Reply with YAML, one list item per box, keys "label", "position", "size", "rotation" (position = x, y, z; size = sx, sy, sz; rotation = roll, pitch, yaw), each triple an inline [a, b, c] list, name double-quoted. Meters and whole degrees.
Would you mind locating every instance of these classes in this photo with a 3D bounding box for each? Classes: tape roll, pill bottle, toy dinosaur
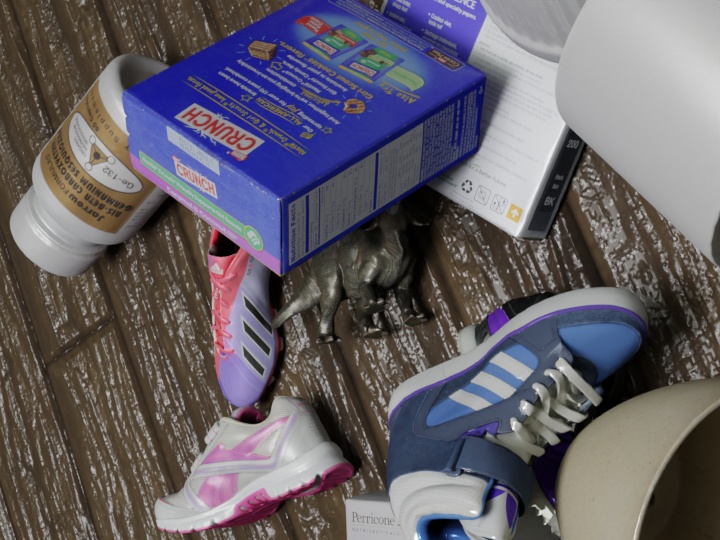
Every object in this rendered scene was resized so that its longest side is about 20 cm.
- label: "tape roll"
  position: [0.235, -0.120, 0.818]
  size: [0.139, 0.202, 0.203]
  rotation: [48, 118, 28]
- label: "pill bottle"
  position: [-0.230, -0.089, 1.241]
  size: [0.200, 0.114, 0.115]
  rotation: [-44, 64, 30]
- label: "toy dinosaur"
  position: [0.000, 0.000, 1.098]
  size: [0.200, 0.077, 0.103]
  rotation: [-36, 52, 50]

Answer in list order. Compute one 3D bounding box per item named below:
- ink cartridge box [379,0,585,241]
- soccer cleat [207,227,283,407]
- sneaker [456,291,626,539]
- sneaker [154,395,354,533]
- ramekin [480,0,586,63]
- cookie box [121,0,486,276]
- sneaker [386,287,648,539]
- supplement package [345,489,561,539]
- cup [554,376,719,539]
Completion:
- label: "ink cartridge box"
  position: [0.092, -0.154, 1.030]
  size: [0.198, 0.043, 0.201]
  rotation: [33, 112, 33]
- label: "soccer cleat"
  position: [-0.105, 0.018, 1.167]
  size: [0.066, 0.076, 0.201]
  rotation: [13, 98, 37]
- label: "sneaker"
  position: [0.152, 0.103, 0.970]
  size: [0.099, 0.069, 0.201]
  rotation: [-36, 71, 24]
- label: "sneaker"
  position: [-0.098, 0.165, 1.167]
  size: [0.199, 0.081, 0.089]
  rotation: [-27, 73, 27]
- label: "ramekin"
  position: [0.151, -0.247, 0.905]
  size: [0.199, 0.105, 0.201]
  rotation: [-11, 66, 25]
- label: "cookie box"
  position: [-0.040, -0.107, 0.979]
  size: [0.171, 0.200, 0.075]
  rotation: [35, 143, 32]
- label: "sneaker"
  position: [0.106, 0.110, 0.880]
  size: [0.199, 0.081, 0.147]
  rotation: [-27, 40, 19]
- label: "supplement package"
  position: [0.072, 0.261, 1.000]
  size: [0.121, 0.119, 0.201]
  rotation: [-4, 88, 38]
- label: "cup"
  position: [0.205, 0.153, 0.869]
  size: [0.143, 0.199, 0.201]
  rotation: [16, 101, 61]
